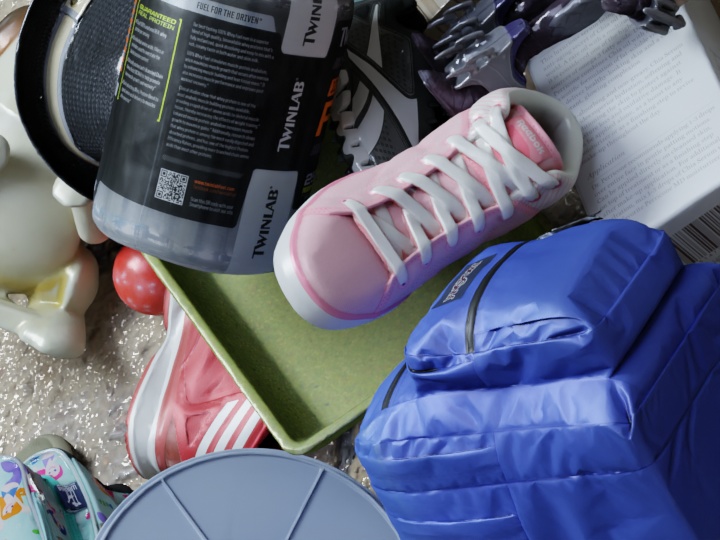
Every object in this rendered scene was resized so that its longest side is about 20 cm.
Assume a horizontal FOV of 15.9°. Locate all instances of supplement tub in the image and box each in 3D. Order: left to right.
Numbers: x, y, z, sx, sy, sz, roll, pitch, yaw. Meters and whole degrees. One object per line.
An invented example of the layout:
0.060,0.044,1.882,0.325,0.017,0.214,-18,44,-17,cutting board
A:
-0.074,-0.108,1.445,0.122,0.122,0.201,28,110,44,supplement tub

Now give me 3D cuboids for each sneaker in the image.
-0.062,0.042,1.579,0.115,0.078,0.201,6,69,22,sneaker
0.026,-0.091,1.489,0.090,0.067,0.201,-22,51,4,sneaker
0.043,-0.042,1.363,0.076,0.200,0.105,56,136,6,sneaker

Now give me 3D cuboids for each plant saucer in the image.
0.000,0.000,1.508,0.199,0.048,0.200,-34,52,-6,plant saucer

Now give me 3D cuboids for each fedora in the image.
-0.107,-0.126,1.550,0.201,0.200,0.092,-59,31,-2,fedora

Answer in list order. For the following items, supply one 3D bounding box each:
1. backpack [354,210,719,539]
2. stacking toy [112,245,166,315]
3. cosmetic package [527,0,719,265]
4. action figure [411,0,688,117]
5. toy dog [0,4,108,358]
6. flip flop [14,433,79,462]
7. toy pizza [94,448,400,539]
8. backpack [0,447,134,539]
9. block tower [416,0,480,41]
0.098,0.069,1.341,0.199,0.168,0.162,-15,18,40,backpack
-0.107,-0.067,1.660,0.085,0.085,0.201,16,85,43,stacking toy
0.163,-0.093,1.444,0.101,0.071,0.201,-34,50,20,cosmetic package
0.123,-0.159,1.418,0.200,0.069,0.130,-36,40,13,action figure
-0.201,-0.070,1.675,0.139,0.194,0.201,23,109,5,toy dog
-0.261,0.181,1.660,0.200,0.058,0.081,-47,46,10,flip flop
-0.060,0.194,1.447,0.199,0.032,0.201,2,59,-3,toy pizza
-0.192,0.221,1.528,0.177,0.150,0.200,-42,52,12,backpack
0.060,-0.170,1.584,0.200,0.054,0.058,-46,47,12,block tower
